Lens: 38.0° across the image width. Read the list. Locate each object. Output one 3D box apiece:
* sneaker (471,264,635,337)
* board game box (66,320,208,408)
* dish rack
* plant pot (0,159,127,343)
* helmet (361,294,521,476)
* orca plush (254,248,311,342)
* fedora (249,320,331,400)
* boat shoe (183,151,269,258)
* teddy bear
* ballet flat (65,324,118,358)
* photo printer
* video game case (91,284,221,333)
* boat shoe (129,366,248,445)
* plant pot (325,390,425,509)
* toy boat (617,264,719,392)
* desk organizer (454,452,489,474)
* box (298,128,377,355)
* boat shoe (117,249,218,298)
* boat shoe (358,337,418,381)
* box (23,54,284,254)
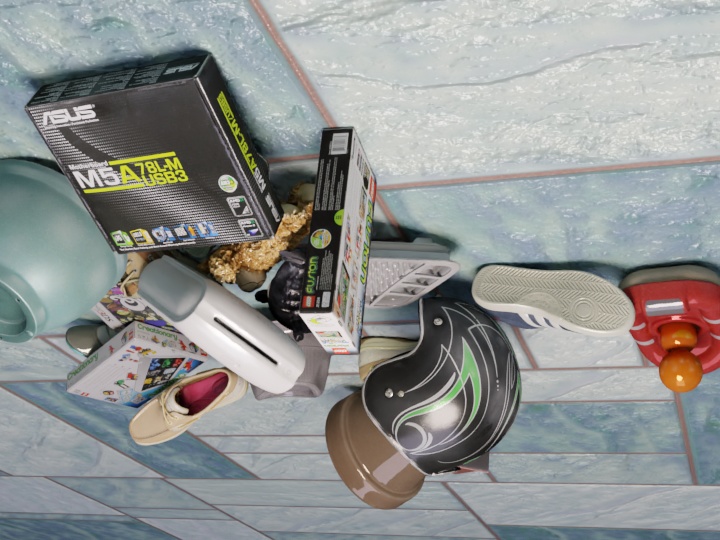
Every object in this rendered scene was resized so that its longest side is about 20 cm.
[{"bbox_3d":[0.238,0.043,1.277,0.199,0.075,0.085,15,162,26],"label":"sneaker"},{"bbox_3d":[-0.334,0.144,1.560,0.126,0.035,0.200,21,140,-37],"label":"board game box"},{"bbox_3d":[0.000,0.000,1.247,0.199,0.044,0.172,1,160,-26],"label":"dish rack"},{"bbox_3d":[-0.383,-0.004,1.182,0.199,0.135,0.201,14,138,13],"label":"plant pot"},{"bbox_3d":[0.108,0.138,1.316,0.191,0.200,0.200,-41,143,5],"label":"helmet"},{"bbox_3d":[-0.058,0.042,1.169,0.105,0.071,0.200,-2,160,-17],"label":"orca plush"},{"bbox_3d":[-0.104,0.141,1.522,0.176,0.091,0.200,3,161,-22],"label":"fedora"},{"bbox_3d":[-0.145,-0.082,1.134,0.072,0.061,0.201,47,144,-4],"label":"boat shoe"},{"bbox_3d":[-0.101,-0.030,1.163,0.200,0.145,0.067,-36,95,30],"label":"teddy bear"},{"bbox_3d":[-0.356,0.114,1.613,0.200,0.068,0.064,27,121,-39],"label":"ballet flat"},{"bbox_3d":[-0.157,0.062,1.195,0.166,0.070,0.200,40,172,-28],"label":"photo printer"},{"bbox_3d":[-0.281,0.041,1.450,0.199,0.036,0.181,1,156,11],"label":"video game case"},{"bbox_3d":[-0.266,0.196,1.562,0.199,0.074,0.069,-30,163,5],"label":"boat shoe"},{"bbox_3d":[0.072,0.263,1.694,0.200,0.201,0.174,27,132,-37],"label":"plant pot"},{"bbox_3d":[0.389,0.086,1.276,0.130,0.131,0.200,-7,152,27],"label":"toy boat"},{"bbox_3d":[0.133,0.177,1.453,0.071,0.201,0.077,14,160,-25],"label":"desk organizer"},{"bbox_3d":[-0.019,-0.028,1.047,0.035,0.201,0.110,-1,154,14],"label":"box"},{"bbox_3d":[-0.262,-0.003,1.277,0.200,0.074,0.076,34,138,-23],"label":"boat shoe"},{"bbox_3d":[0.093,0.140,1.537,0.199,0.067,0.074,-1,154,15],"label":"boat shoe"},{"bbox_3d":[-0.199,-0.107,1.031,0.199,0.048,0.194,-4,133,22],"label":"box"}]
